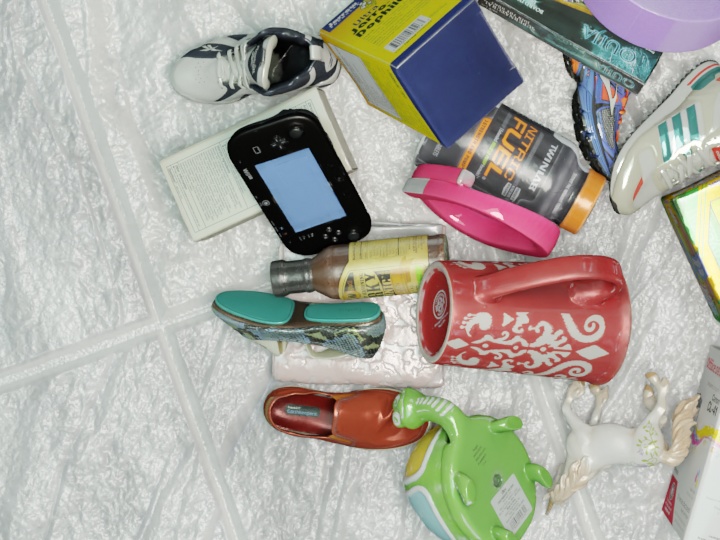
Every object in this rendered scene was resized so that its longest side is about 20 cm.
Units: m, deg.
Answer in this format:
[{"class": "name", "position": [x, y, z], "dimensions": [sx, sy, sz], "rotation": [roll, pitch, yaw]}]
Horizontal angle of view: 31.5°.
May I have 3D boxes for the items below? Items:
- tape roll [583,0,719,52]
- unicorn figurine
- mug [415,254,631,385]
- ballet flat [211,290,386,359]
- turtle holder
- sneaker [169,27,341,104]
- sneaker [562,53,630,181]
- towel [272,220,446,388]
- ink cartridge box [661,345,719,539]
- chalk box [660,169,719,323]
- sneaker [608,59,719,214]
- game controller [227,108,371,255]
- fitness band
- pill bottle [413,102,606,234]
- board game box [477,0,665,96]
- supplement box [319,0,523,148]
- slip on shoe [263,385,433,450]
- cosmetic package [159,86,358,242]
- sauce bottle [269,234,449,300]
[{"class": "tape roll", "position": [0.326, -0.333, 1.340], "dimensions": [0.198, 0.066, 0.202], "rotation": [2, 70, -7]}, {"class": "unicorn figurine", "position": [0.269, 0.186, 1.400], "dimensions": [0.199, 0.074, 0.138], "rotation": [-14, 59, 41]}, {"class": "mug", "position": [0.173, 0.031, 1.343], "dimensions": [0.198, 0.134, 0.179], "rotation": [4, 122, -17]}, {"class": "ballet flat", "position": [-0.070, 0.068, 1.425], "dimensions": [0.198, 0.074, 0.075], "rotation": [6, 94, 12]}, {"class": "turtle holder", "position": [0.104, 0.225, 1.392], "dimensions": [0.185, 0.131, 0.142], "rotation": [34, 60, -32]}, {"class": "sneaker", "position": [-0.124, -0.228, 1.408], "dimensions": [0.197, 0.130, 0.080], "rotation": [2, 92, 6]}, {"class": "sneaker", "position": [0.270, -0.195, 1.393], "dimensions": [0.078, 0.075, 0.202], "rotation": [-9, 94, 4]}, {"class": "towel", "position": [-0.001, 0.037, 1.459], "dimensions": [0.198, 0.032, 0.193], "rotation": [2, 94, 7]}, {"class": "ink cartridge box", "position": [0.397, 0.191, 1.363], "dimensions": [0.085, 0.148, 0.202], "rotation": [14, 94, 4]}, {"class": "chalk box", "position": [0.421, -0.013, 1.359], "dimensions": [0.124, 0.124, 0.201], "rotation": [-26, 90, 8]}, {"class": "sneaker", "position": [0.350, -0.131, 1.357], "dimensions": [0.200, 0.070, 0.093], "rotation": [-49, 51, -7]}, {"class": "game controller", "position": [-0.063, -0.091, 1.369], "dimensions": [0.104, 0.042, 0.200], "rotation": [-23, 135, 7]}, {"class": "fitness band", "position": [0.127, -0.064, 1.356], "dimensions": [0.143, 0.200, 0.038], "rotation": [30, 85, -27]}, {"class": "pill bottle", "position": [0.166, -0.117, 1.392], "dimensions": [0.199, 0.106, 0.107], "rotation": [29, 96, 4]}, {"class": "board game box", "position": [0.242, -0.290, 1.365], "dimensions": [0.199, 0.028, 0.136], "rotation": [31, 70, 5]}, {"class": "supplement box", "position": [0.060, -0.225, 1.331], "dimensions": [0.109, 0.200, 0.109], "rotation": [-41, 122, -6]}, {"class": "slip on shoe", "position": [-0.016, 0.168, 1.453], "dimensions": [0.198, 0.061, 0.075], "rotation": [6, 92, 5]}, {"class": "cosmetic package", "position": [-0.114, -0.119, 1.441], "dimensions": [0.199, 0.073, 0.104], "rotation": [-23, 91, 7]}, {"class": "sauce bottle", "position": [0.000, 0.000, 1.409], "dimensions": [0.198, 0.065, 0.065], "rotation": [-7, 93, 8]}]
